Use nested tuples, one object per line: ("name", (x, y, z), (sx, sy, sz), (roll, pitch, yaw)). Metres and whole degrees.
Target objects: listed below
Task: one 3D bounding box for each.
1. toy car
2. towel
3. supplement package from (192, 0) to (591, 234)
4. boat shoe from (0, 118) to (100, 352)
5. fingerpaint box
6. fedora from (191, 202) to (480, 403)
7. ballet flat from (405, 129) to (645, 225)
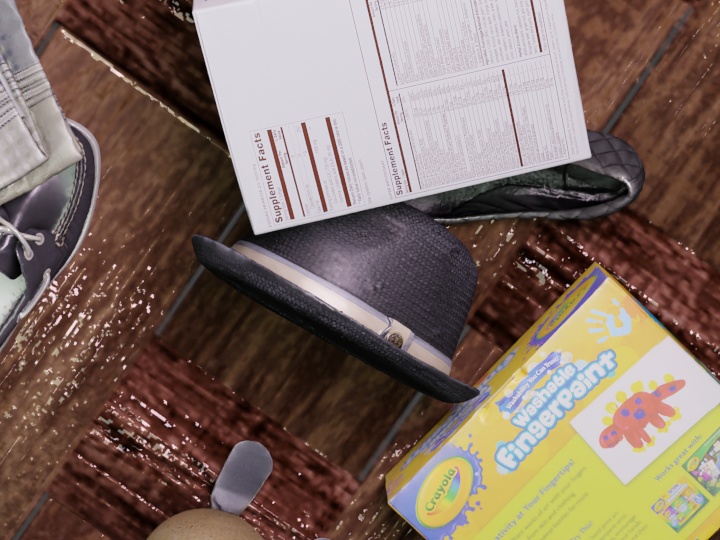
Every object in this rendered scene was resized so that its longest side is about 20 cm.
("toy car", (-0.113, 0.205, 1.421), (0.200, 0.158, 0.164), (-40, 101, -23))
("towel", (-0.295, -0.111, 1.381), (0.200, 0.035, 0.193), (-28, 81, 3))
("supplement package", (0.014, -0.147, 1.299), (0.199, 0.191, 0.147), (-13, 120, 2))
("boat shoe", (-0.230, -0.005, 1.404), (0.074, 0.060, 0.200), (34, 97, -3))
("fingerpaint box", (0.142, 0.125, 1.415), (0.167, 0.073, 0.200), (43, 96, -6))
("fedora", (0.000, 0.000, 1.351), (0.200, 0.201, 0.092), (29, 85, -4))
("ballet flat", (0.079, -0.060, 1.394), (0.199, 0.057, 0.067), (-4, 102, 6))
